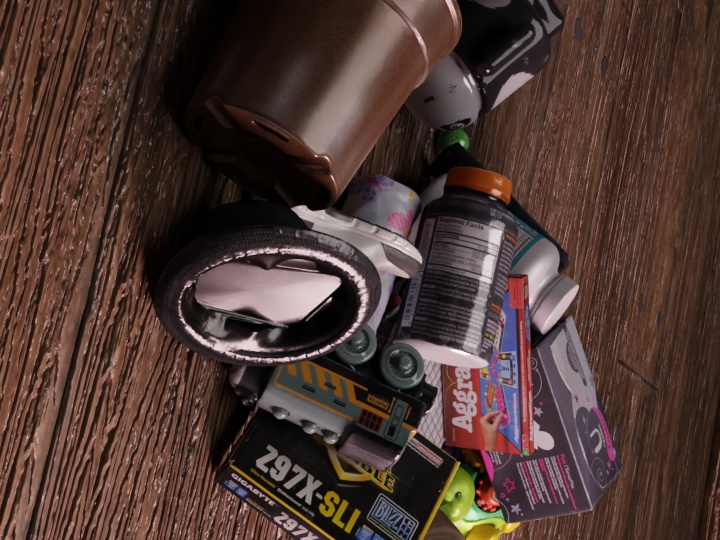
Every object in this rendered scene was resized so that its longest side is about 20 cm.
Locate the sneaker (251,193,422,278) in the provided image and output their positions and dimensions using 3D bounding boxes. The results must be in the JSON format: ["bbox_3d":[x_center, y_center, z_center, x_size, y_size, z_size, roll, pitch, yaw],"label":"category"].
[{"bbox_3d":[-0.030,-0.021,1.323,0.200,0.074,0.080,19,89,-30],"label":"sneaker"}]

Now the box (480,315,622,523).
[{"bbox_3d":[0.210,0.171,1.589,0.132,0.114,0.201,-31,104,-59],"label":"box"}]

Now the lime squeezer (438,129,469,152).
[{"bbox_3d":[0.115,-0.140,1.677,0.071,0.038,0.201,-100,-178,-66],"label":"lime squeezer"}]

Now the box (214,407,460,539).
[{"bbox_3d":[-0.020,0.193,1.326,0.049,0.200,0.160,-47,-172,51],"label":"box"}]

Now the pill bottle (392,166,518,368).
[{"bbox_3d":[0.105,-0.006,1.439,0.106,0.106,0.201,34,67,-60],"label":"pill bottle"}]

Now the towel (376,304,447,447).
[{"bbox_3d":[0.024,0.154,1.506,0.200,0.085,0.166,-59,142,-38],"label":"towel"}]

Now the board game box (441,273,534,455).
[{"bbox_3d":[0.138,0.101,1.513,0.019,0.103,0.201,-22,112,-58],"label":"board game box"}]

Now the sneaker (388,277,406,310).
[{"bbox_3d":[0.098,0.057,1.619,0.200,0.087,0.074,27,73,-62],"label":"sneaker"}]

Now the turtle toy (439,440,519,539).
[{"bbox_3d":[0.122,0.257,1.631,0.200,0.146,0.101,-22,144,-60],"label":"turtle toy"}]

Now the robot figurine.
[{"bbox_3d":[0.130,-0.241,1.519,0.200,0.125,0.150,-39,155,-14],"label":"robot figurine"}]

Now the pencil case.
[{"bbox_3d":[0.000,0.000,1.418,0.091,0.083,0.200,59,45,-56],"label":"pencil case"}]

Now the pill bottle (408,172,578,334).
[{"bbox_3d":[0.148,-0.014,1.555,0.111,0.200,0.111,-47,164,-18],"label":"pill bottle"}]

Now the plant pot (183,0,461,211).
[{"bbox_3d":[-0.042,-0.172,1.189,0.199,0.200,0.200,-63,148,-21],"label":"plant pot"}]

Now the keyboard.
[{"bbox_3d":[0.153,-0.054,1.624,0.021,0.200,0.127,-40,173,-31],"label":"keyboard"}]

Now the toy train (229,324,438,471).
[{"bbox_3d":[-0.025,0.106,1.293,0.114,0.200,0.085,-68,-172,-30],"label":"toy train"}]

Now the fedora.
[{"bbox_3d":[-0.083,-0.001,1.199,0.201,0.200,0.092,60,13,-50],"label":"fedora"}]

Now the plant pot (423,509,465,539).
[{"bbox_3d":[0.069,0.381,1.468,0.200,0.175,0.201,-29,142,-26],"label":"plant pot"}]
